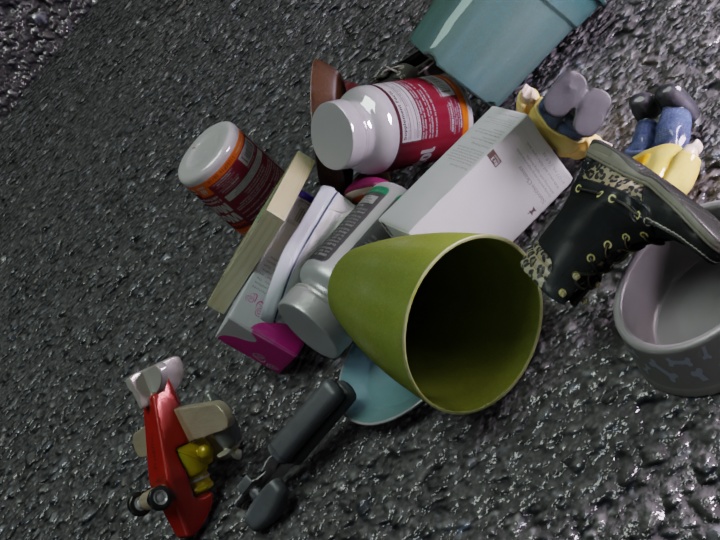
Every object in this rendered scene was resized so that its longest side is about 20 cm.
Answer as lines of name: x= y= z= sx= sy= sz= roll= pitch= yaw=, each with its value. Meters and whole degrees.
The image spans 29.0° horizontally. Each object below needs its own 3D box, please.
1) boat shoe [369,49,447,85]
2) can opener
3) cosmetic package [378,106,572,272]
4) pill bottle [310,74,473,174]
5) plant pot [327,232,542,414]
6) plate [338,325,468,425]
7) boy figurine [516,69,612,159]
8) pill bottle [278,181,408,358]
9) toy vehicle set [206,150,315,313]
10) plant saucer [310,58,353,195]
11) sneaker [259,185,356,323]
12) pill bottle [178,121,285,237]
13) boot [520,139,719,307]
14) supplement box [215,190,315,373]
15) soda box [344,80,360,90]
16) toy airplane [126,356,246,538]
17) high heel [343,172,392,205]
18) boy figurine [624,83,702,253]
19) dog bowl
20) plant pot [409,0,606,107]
boat shoe: x=0.069 y=-0.276 z=1.904 sx=0.067 sy=0.057 sz=0.200 roll=8 pitch=29 yaw=41
can opener: x=-0.071 y=0.216 z=1.603 sx=0.200 sy=0.053 sz=0.067 roll=-50 pitch=61 yaw=16
cosmetic package: x=0.132 y=-0.080 z=1.603 sx=0.200 sy=0.113 sz=0.081 roll=-47 pitch=29 yaw=-11
pill bottle: x=0.039 y=-0.184 z=1.772 sx=0.199 sy=0.114 sz=0.113 roll=-14 pitch=6 yaw=-38
plant pot: x=0.059 y=0.037 z=1.487 sx=0.200 sy=0.187 sz=0.188 roll=18 pitch=69 yaw=52
plate: x=0.055 y=0.099 z=1.607 sx=0.200 sy=0.026 sz=0.201 roll=-33 pitch=32 yaw=24
boy figurine: x=0.234 y=-0.170 z=1.602 sx=0.065 sy=0.124 sz=0.200 roll=-56 pitch=-1 yaw=-3
pill bottle: x=0.000 y=0.000 z=1.657 sx=0.200 sy=0.113 sz=0.113 roll=-48 pitch=28 yaw=-19
toy vehicle set: x=-0.127 y=-0.047 z=1.772 sx=0.200 sy=0.026 sz=0.124 roll=-54 pitch=9 yaw=42
plant saucer: x=-0.036 y=-0.185 z=1.867 sx=0.034 sy=0.201 sz=0.201 roll=-4 pitch=42 yaw=6
sneaker: x=-0.058 y=-0.015 z=1.717 sx=0.201 sy=0.071 sz=0.073 roll=-63 pitch=-2 yaw=-23
pill bottle: x=-0.150 y=-0.107 z=1.943 sx=0.109 sy=0.200 sz=0.110 roll=-33 pitch=33 yaw=25
boot: x=0.250 y=-0.020 z=1.330 sx=0.154 sy=0.073 sz=0.204 roll=-56 pitch=41 yaw=12
supplement box: x=-0.092 y=0.016 z=1.793 sx=0.201 sy=0.101 sz=0.103 roll=-62 pitch=6 yaw=-24
soda box: x=0.021 y=-0.212 z=1.972 sx=0.063 sy=0.070 sz=0.200 roll=-50 pitch=29 yaw=-4
toy airplane: x=-0.219 y=0.204 z=1.735 sx=0.200 sy=0.141 sz=0.200 roll=47 pitch=127 yaw=47
high heel: x=0.020 y=-0.118 z=1.809 sx=0.096 sy=0.067 sz=0.200 roll=-65 pitch=9 yaw=-12
boy figurine: x=0.297 y=-0.099 z=1.462 sx=0.124 sy=0.064 sz=0.201 roll=-12 pitch=43 yaw=42
dog bowl: x=0.325 y=0.019 z=1.304 sx=0.200 sy=0.059 sz=0.201 roll=-34 pitch=32 yaw=25
plant pot: x=0.179 y=-0.329 z=1.795 sx=0.196 sy=0.200 sz=0.200 roll=-51 pitch=28 yaw=12
